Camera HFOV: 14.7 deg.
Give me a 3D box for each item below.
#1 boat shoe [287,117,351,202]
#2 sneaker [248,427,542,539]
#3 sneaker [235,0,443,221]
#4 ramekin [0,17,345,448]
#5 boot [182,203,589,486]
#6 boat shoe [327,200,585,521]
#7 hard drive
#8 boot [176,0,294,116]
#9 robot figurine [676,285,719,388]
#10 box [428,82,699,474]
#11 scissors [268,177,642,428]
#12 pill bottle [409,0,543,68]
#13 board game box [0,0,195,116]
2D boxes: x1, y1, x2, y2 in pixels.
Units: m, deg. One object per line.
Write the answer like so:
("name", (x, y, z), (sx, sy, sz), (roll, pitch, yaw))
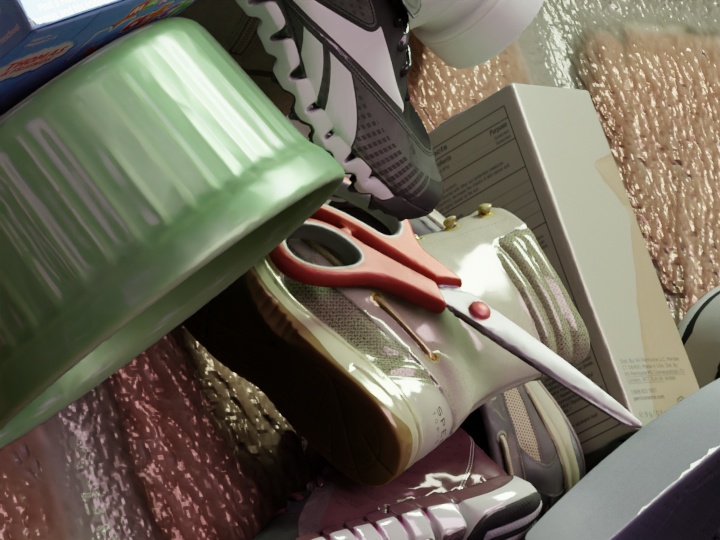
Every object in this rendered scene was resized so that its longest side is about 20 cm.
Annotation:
("boat shoe", (-0.036, -0.138, 1.414), (0.074, 0.086, 0.203), (2, 50, -47))
("sneaker", (-0.019, 0.112, 1.323), (0.199, 0.076, 0.116), (-12, 48, -39))
("sneaker", (-0.003, -0.114, 1.217), (0.201, 0.090, 0.067), (58, 14, -19))
("ramekin", (-0.113, -0.018, 1.184), (0.098, 0.200, 0.200), (53, 36, 2))
("boot", (0.000, 0.000, 1.345), (0.154, 0.072, 0.200), (-27, 63, -39))
("boat shoe", (0.041, 0.048, 1.415), (0.200, 0.074, 0.073), (55, 39, -1))
("hard drive", (0.138, 0.134, 1.413), (0.042, 0.135, 0.200), (38, 47, 22))
("boot", (-0.097, -0.135, 1.276), (0.199, 0.147, 0.070), (19, 30, -17))
("robot figurine", (0.241, 0.062, 1.548), (0.150, 0.200, 0.125), (-26, 97, -9))
("box", (0.102, 0.009, 1.498), (0.078, 0.095, 0.201), (0, 67, -50))
("scissors", (0.047, 0.009, 1.297), (0.199, 0.014, 0.073), (24, 40, 0))
("pill bottle", (0.009, -0.200, 1.513), (0.200, 0.111, 0.111), (40, 41, -29))
("board game box", (-0.157, -0.080, 1.164), (0.151, 0.200, 0.037), (-28, 86, -54))
